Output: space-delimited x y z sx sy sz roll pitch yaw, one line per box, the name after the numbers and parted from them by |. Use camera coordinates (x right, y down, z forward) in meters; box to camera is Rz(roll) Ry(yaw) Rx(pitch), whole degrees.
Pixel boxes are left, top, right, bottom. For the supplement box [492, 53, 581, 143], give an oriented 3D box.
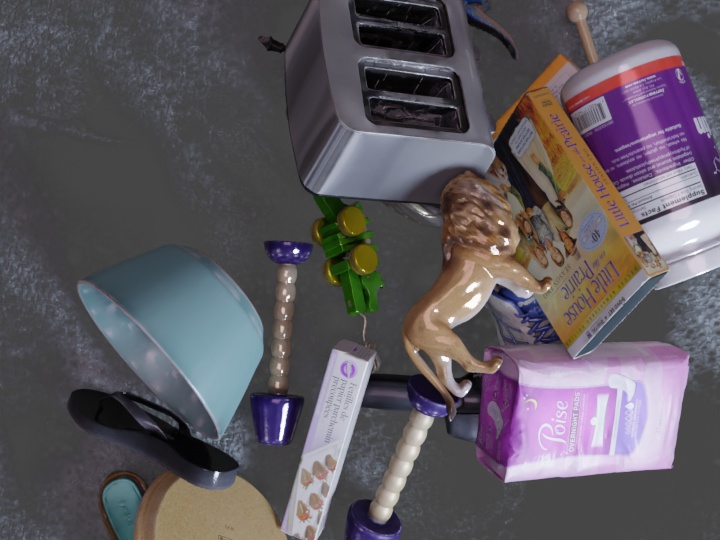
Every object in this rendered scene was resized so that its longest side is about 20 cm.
0.225 -0.094 1.120 0.126 0.073 0.200 -45 79 16 | supplement box

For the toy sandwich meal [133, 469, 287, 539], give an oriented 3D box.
-0.145 0.286 1.108 0.070 0.205 0.206 -36 87 36 | toy sandwich meal

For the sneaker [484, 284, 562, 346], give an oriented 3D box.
0.161 0.041 1.135 0.075 0.088 0.201 -39 88 -2 | sneaker

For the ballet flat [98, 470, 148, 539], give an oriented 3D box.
-0.209 0.294 1.141 0.067 0.072 0.202 -21 88 -4 | ballet flat

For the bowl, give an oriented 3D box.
-0.168 0.055 1.107 0.201 0.201 0.105 46 69 3 | bowl

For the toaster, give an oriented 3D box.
0.019 -0.165 1.071 0.197 0.119 0.183 3 61 -21 | toaster

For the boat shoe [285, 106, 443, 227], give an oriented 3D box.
0.017 -0.122 1.153 0.199 0.075 0.074 38 87 3 | boat shoe

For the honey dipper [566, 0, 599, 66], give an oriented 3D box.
0.246 -0.178 1.166 0.037 0.038 0.203 -18 87 1 | honey dipper

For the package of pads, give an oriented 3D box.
0.213 0.131 1.097 0.197 0.076 0.122 0 102 -20 | package of pads

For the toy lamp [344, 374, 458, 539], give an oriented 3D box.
0.033 0.198 1.112 0.058 0.058 0.202 22 110 3 | toy lamp

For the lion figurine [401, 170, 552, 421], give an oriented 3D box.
0.089 0.021 1.032 0.122 0.072 0.201 33 83 -8 | lion figurine

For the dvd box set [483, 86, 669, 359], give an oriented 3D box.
0.179 -0.040 1.032 0.029 0.147 0.202 -17 67 -28 | dvd box set

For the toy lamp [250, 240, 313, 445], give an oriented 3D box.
-0.081 0.073 1.156 0.057 0.058 0.203 2 87 2 | toy lamp

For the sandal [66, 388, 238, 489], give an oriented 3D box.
-0.200 0.154 1.126 0.198 0.076 0.043 20 101 24 | sandal

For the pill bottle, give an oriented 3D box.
0.259 -0.091 1.011 0.111 0.112 0.202 -21 86 1 | pill bottle

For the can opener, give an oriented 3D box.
0.066 0.127 1.145 0.197 0.063 0.080 7 88 2 | can opener

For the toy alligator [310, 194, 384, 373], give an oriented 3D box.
0.000 0.000 1.160 0.054 0.059 0.203 -15 86 -40 | toy alligator

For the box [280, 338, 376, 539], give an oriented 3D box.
-0.032 0.169 1.128 0.038 0.041 0.203 19 107 9 | box

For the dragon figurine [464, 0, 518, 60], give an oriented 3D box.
0.081 -0.280 1.165 0.098 0.059 0.202 -27 86 0 | dragon figurine
